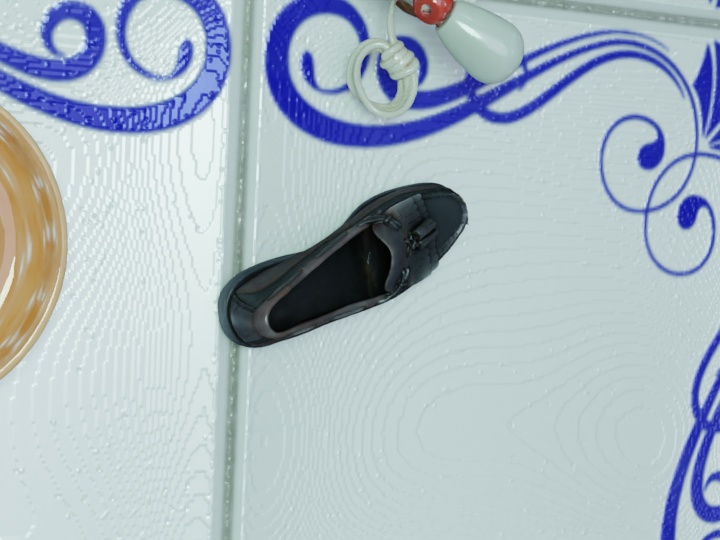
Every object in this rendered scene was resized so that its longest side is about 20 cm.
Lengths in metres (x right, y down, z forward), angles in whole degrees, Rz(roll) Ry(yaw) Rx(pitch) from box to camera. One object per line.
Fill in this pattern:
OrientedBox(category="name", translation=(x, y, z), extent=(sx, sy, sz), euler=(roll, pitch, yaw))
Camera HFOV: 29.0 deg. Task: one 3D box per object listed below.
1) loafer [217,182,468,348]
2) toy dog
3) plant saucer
OrientedBox(category="loafer", translation=(0.000, 0.000, 0.945), extent=(0.198, 0.063, 0.073), euler=(-27, 107, -23))
OrientedBox(category="toy dog", translation=(0.028, -0.214, 0.927), extent=(0.201, 0.130, 0.097), euler=(60, 30, -23))
OrientedBox(category="plant saucer", translation=(-0.272, -0.016, 0.815), extent=(0.198, 0.037, 0.203), euler=(-3, 97, -27))
